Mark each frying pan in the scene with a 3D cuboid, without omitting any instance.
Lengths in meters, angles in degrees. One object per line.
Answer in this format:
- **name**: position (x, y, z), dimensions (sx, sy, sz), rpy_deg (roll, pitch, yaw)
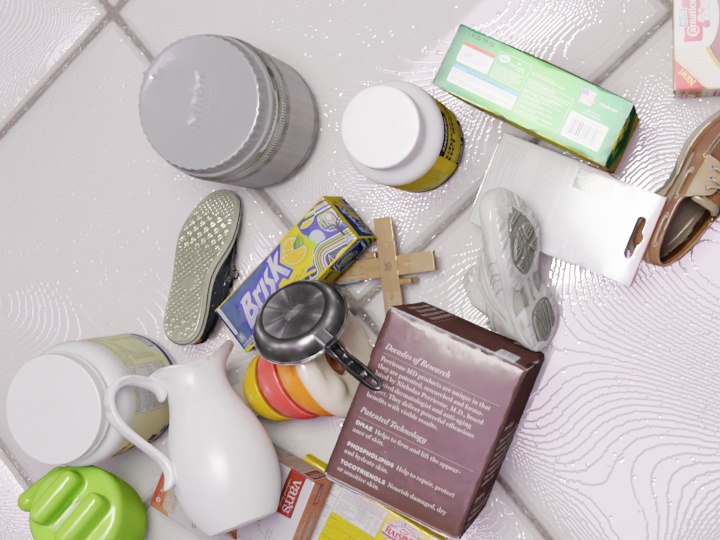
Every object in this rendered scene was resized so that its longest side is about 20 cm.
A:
- **frying pan**: position (-0.058, 0.077, 1.158), dimensions (0.114, 0.031, 0.191), rpy_deg (-26, 44, 1)

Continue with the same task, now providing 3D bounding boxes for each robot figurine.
- **robot figurine**: position (-0.326, 0.301, 1.301), dimensions (0.175, 0.200, 0.116), rpy_deg (35, 76, 15)

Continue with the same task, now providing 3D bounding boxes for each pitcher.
- **pitcher**: position (-0.186, 0.196, 1.203), dimensions (0.121, 0.170, 0.202), rpy_deg (-40, 68, 56)

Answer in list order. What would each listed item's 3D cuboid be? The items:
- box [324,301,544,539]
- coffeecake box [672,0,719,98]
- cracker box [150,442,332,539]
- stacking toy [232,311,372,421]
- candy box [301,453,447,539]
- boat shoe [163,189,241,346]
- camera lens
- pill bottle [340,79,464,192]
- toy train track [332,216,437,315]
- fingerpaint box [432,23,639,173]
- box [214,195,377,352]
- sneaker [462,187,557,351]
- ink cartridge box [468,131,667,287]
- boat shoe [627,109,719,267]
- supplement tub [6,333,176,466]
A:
- **box**: position (0.087, 0.159, 1.193), dimensions (0.163, 0.166, 0.202), rpy_deg (23, 96, 16)
- **coffeecake box**: position (0.433, -0.268, 1.140), dimensions (0.198, 0.073, 0.155), rpy_deg (-1, 91, 16)
- **cracker box**: position (-0.146, 0.268, 1.300), dimensions (0.199, 0.058, 0.135), rpy_deg (25, 97, 24)
- **stacking toy**: position (-0.092, 0.129, 1.281), dimensions (0.199, 0.146, 0.147), rpy_deg (-26, 84, 32)
- **candy box**: position (-0.004, 0.315, 1.292), dimensions (0.199, 0.026, 0.103), rpy_deg (30, 97, 14)
- **boat shoe**: position (-0.190, -0.002, 1.326), dimensions (0.074, 0.062, 0.202), rpy_deg (9, 78, 20)
- **camera lens**: position (-0.146, -0.180, 1.237), dimensions (0.158, 0.200, 0.162), rpy_deg (0, 91, 15)
- **pill bottle**: position (0.046, -0.147, 1.184), dimensions (0.111, 0.200, 0.114), rpy_deg (0, 91, 15)
- **toy train track**: position (0.000, 0.000, 1.287), dimensions (0.198, 0.032, 0.116), rpy_deg (-7, 89, 23)
- **fingerpaint box**: position (0.195, -0.183, 1.159), dimensions (0.199, 0.167, 0.074), rpy_deg (28, 99, 14)
- **box**: position (-0.077, 0.006, 1.269), dimensions (0.200, 0.064, 0.070), rpy_deg (-46, 74, 19)
- **sneaker**: position (0.149, 0.000, 1.187), dimensions (0.099, 0.078, 0.202), rpy_deg (8, 126, 39)
- **ink cartridge box**: position (0.231, -0.067, 1.197), dimensions (0.199, 0.050, 0.110), rpy_deg (25, 98, 22)
- **boat shoe**: position (0.368, -0.085, 1.149), dimensions (0.075, 0.072, 0.201), rpy_deg (26, 107, -24)
- **supplement tub**: position (-0.316, 0.153, 1.288), dimensions (0.143, 0.200, 0.147), rpy_deg (0, 91, 16)
